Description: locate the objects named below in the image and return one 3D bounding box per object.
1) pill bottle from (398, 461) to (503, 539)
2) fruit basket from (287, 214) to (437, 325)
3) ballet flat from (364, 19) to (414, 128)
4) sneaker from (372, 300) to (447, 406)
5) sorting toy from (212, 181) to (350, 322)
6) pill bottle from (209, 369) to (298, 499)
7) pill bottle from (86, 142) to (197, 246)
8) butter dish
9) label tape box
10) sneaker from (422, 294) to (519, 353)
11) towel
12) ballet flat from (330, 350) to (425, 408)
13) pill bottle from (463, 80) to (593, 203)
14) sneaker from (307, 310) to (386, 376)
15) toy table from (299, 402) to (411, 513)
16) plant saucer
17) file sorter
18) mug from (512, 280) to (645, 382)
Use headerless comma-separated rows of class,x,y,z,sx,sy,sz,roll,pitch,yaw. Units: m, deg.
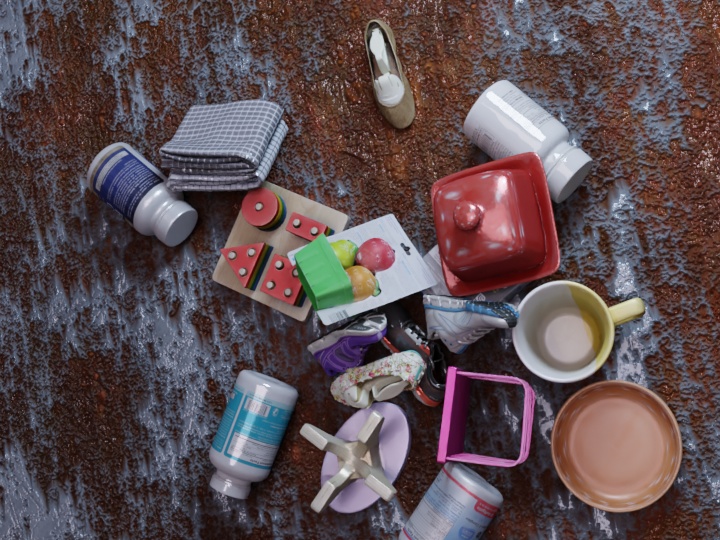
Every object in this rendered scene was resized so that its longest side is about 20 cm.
pill bottle,0.130,0.411,1.571,0.108,0.109,0.201,34,93,18
fruit basket,0.000,0.000,1.636,0.198,0.094,0.186,-17,47,-17
ballet flat,0.044,-0.347,1.729,0.067,0.072,0.202,-14,78,14
sneaker,0.097,0.119,1.628,0.082,0.077,0.201,-40,79,47
sorting toy,-0.149,-0.042,1.743,0.197,0.070,0.202,23,89,18
pill bottle,-0.188,0.279,1.685,0.110,0.111,0.202,21,88,18
pill bottle,-0.393,-0.134,1.807,0.199,0.111,0.111,38,93,18
butter dish,0.186,-0.075,1.528,0.198,0.147,0.202,-14,79,27
label tape box,0.196,-0.006,1.637,0.200,0.066,0.144,-43,73,8
sneaker,0.169,0.086,1.525,0.199,0.074,0.088,4,90,58
towel,-0.244,-0.226,1.757,0.198,0.086,0.167,2,47,17
ballet flat,0.020,0.186,1.608,0.199,0.075,0.064,-30,34,37
pill bottle,0.274,-0.206,1.618,0.200,0.114,0.115,43,95,18
sneaker,-0.009,0.125,1.641,0.080,0.200,0.084,-28,88,-33
toy table,-0.006,0.307,1.624,0.182,0.117,0.202,22,90,19
plant saucer,0.398,0.272,1.550,0.198,0.037,0.203,-3,80,16
file sorter,0.200,0.229,1.532,0.124,0.200,0.141,6,83,14
mug,0.334,0.104,1.533,0.185,0.153,0.151,11,84,17
